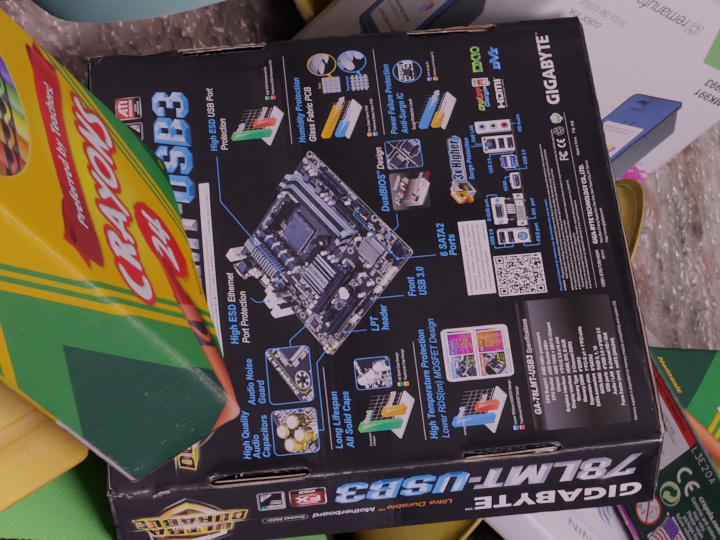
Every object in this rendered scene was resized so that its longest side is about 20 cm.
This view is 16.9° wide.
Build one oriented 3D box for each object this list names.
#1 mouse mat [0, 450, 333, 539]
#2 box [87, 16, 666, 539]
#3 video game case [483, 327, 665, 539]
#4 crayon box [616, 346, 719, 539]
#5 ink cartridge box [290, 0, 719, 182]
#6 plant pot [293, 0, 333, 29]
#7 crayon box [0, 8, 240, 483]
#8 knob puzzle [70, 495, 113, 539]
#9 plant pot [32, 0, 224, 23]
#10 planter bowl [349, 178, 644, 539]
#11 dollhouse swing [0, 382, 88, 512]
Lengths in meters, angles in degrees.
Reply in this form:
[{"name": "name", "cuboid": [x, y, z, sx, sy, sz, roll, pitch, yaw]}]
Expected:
[{"name": "mouse mat", "cuboid": [-0.098, 0.036, 0.911, 0.199, 0.008, 0.162, 12, 53, -40]}, {"name": "box", "cuboid": [0.000, 0.000, 0.907, 0.050, 0.197, 0.201, 86, -3, -55]}, {"name": "video game case", "cuboid": [0.128, 0.097, 1.133, 0.182, 0.022, 0.200, 44, 31, -18]}, {"name": "crayon box", "cuboid": [0.203, 0.133, 1.113, 0.172, 0.058, 0.201, 3, 53, -52]}, {"name": "ink cartridge box", "cuboid": [0.080, -0.096, 1.049, 0.145, 0.200, 0.088, 20, 42, -45]}, {"name": "plant pot", "cuboid": [0.041, -0.207, 1.079, 0.199, 0.200, 0.143, 20, 38, -46]}, {"name": "crayon box", "cuboid": [-0.123, -0.032, 0.782, 0.200, 0.051, 0.127, 43, 19, -45]}, {"name": "knob puzzle", "cuboid": [-0.077, 0.137, 0.906, 0.219, 0.030, 0.221, 16, 67, -43]}, {"name": "plant pot", "cuboid": [-0.081, -0.188, 0.908, 0.200, 0.200, 0.162, -39, 123, -48]}, {"name": "planter bowl", "cuboid": [0.028, 0.026, 1.005, 0.083, 0.200, 0.201, 33, 52, -9]}, {"name": "dollhouse swing", "cuboid": [-0.160, 0.006, 0.745, 0.175, 0.182, 0.201, -32, 89, -28]}]
